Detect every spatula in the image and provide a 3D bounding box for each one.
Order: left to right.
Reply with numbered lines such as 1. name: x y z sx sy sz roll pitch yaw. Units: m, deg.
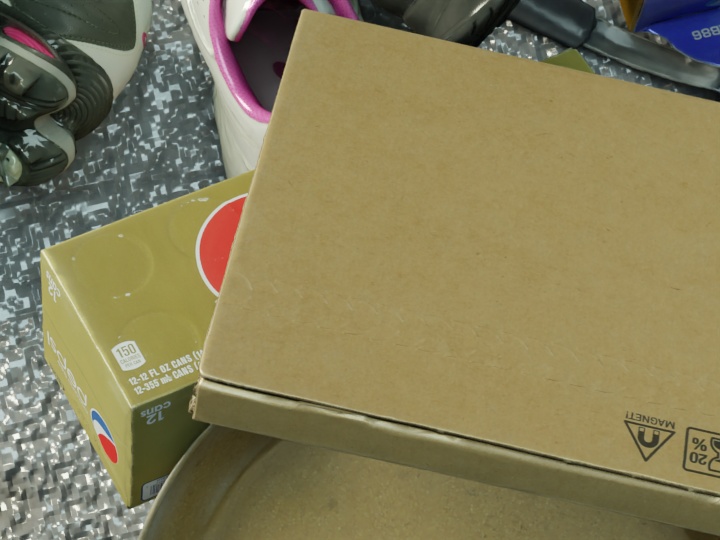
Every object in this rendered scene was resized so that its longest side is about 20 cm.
1. spatula: 0.098 -0.082 0.871 0.200 0.021 0.057 24 79 2

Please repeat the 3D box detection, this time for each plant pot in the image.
1. plant pot: 0.026 0.116 0.736 0.200 0.027 0.200 0 93 4

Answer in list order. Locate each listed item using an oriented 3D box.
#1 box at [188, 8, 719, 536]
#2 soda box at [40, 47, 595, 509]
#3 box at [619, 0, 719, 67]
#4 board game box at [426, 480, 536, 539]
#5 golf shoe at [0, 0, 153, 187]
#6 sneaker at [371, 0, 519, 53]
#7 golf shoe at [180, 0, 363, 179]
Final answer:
1. box: 0.063 -0.001 0.721 0.200 0.021 0.164 12 47 1
2. soda box: 0.000 0.000 0.777 0.200 0.064 0.068 -22 59 -21
3. box: 0.134 -0.174 0.871 0.119 0.041 0.200 -14 70 -7
4. board game box: 0.137 0.060 0.782 0.200 0.034 0.134 -42 87 -10
5. golf shoe: -0.170 -0.102 0.841 0.200 0.077 0.088 29 48 9
6. sneaker: 0.051 -0.170 0.803 0.091 0.076 0.200 33 72 -1
7. golf shoe: -0.034 -0.113 0.834 0.075 0.092 0.200 -20 79 -7
